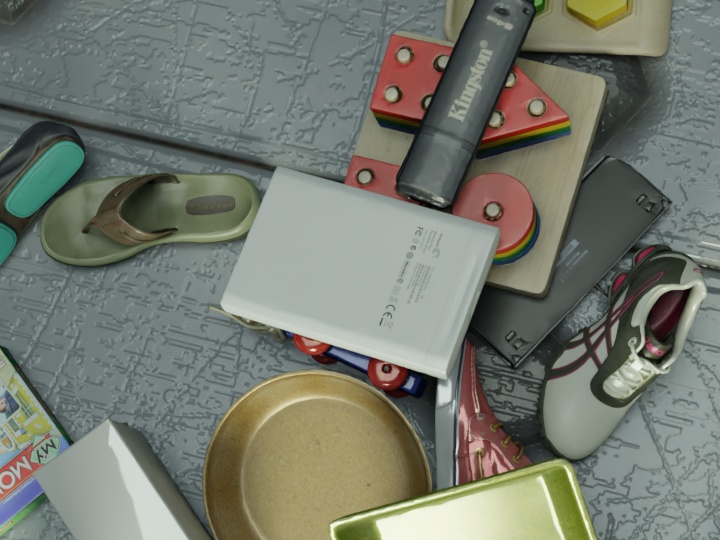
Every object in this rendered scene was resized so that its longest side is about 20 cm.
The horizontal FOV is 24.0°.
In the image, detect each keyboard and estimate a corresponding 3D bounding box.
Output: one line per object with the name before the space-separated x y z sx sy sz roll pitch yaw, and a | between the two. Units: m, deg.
keyboard | 0.192 0.006 1.453 0.200 0.021 0.127 -46 71 -2

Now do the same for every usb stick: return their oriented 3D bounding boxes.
usb stick | 0.088 -0.146 1.412 0.055 0.033 0.201 21 81 16

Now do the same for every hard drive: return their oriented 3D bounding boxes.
hard drive | 0.000 0.000 1.394 0.199 0.027 0.132 16 72 16

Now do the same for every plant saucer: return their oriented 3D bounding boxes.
plant saucer | 0.099 0.246 1.356 0.199 0.048 0.200 -16 113 11
plant saucer | -0.034 0.181 1.420 0.199 0.035 0.201 1 93 14

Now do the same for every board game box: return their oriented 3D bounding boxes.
board game box | -0.356 0.179 1.486 0.200 0.029 0.135 -39 75 -1

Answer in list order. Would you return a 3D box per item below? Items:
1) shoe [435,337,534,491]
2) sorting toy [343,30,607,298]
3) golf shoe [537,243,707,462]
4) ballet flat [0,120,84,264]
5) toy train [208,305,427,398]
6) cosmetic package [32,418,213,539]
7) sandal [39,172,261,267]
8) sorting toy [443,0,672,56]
shoe | 0.109 0.153 1.410 0.091 0.071 0.201 0 83 6
sorting toy | 0.089 -0.101 1.455 0.198 0.070 0.201 15 79 15
golf shoe | 0.212 0.071 1.387 0.077 0.088 0.200 28 95 -14
ballet flat | -0.327 -0.058 1.518 0.073 0.073 0.200 43 93 14
toy train | -0.019 0.021 1.442 0.199 0.085 0.116 25 85 12
cosmetic package | -0.174 0.229 1.411 0.085 0.108 0.200 -38 74 0
sandal | -0.189 -0.056 1.497 0.200 0.057 0.080 -10 77 5
sorting toy | 0.180 -0.285 1.506 0.199 0.036 0.186 4 79 8
